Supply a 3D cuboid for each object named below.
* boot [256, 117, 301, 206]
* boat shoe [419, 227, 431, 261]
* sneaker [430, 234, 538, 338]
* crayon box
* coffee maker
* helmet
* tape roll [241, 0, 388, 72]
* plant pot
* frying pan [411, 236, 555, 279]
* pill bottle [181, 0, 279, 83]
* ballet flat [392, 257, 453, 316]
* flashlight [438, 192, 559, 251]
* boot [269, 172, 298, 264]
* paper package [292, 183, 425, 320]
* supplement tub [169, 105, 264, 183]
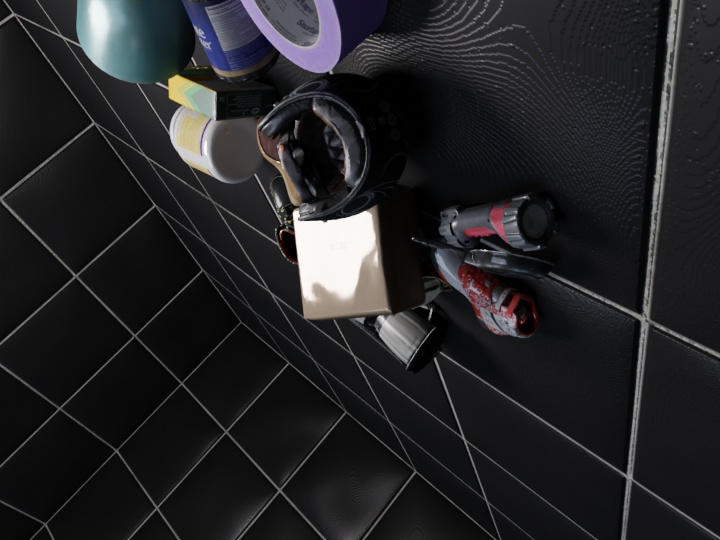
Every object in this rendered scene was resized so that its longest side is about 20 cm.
[{"bbox_3d":[-0.111,-0.234,1.070,0.204,0.071,0.167,64,145,16],"label":"boot"},{"bbox_3d":[0.080,-0.013,1.082,0.070,0.072,0.202,38,161,19],"label":"boat shoe"},{"bbox_3d":[0.194,0.023,0.916,0.202,0.068,0.107,51,161,-25],"label":"sneaker"},{"bbox_3d":[-0.258,-0.322,1.092,0.198,0.124,0.053,32,126,38],"label":"crayon box"},{"bbox_3d":[0.070,0.115,1.280,0.199,0.135,0.193,39,162,21],"label":"coffee maker"},{"bbox_3d":[-0.030,-0.165,0.815,0.200,0.201,0.191,44,-156,3],"label":"helmet"},{"bbox_3d":[-0.065,-0.340,0.695,0.199,0.085,0.201,40,162,16],"label":"tape roll"},{"bbox_3d":[-0.361,-0.441,0.987,0.201,0.201,0.161,45,152,-1],"label":"plant pot"},{"bbox_3d":[0.165,-0.016,0.802,0.184,0.032,0.115,11,177,-8],"label":"frying pan"},{"bbox_3d":[-0.191,-0.379,0.850,0.111,0.112,0.202,33,158,32],"label":"pill bottle"},{"bbox_3d":[0.073,0.035,1.029,0.195,0.074,0.068,-17,141,19],"label":"ballet flat"},{"bbox_3d":[0.174,-0.057,0.798,0.066,0.070,0.199,11,175,-19],"label":"flashlight"},{"bbox_3d":[-0.140,-0.107,1.241,0.208,0.072,0.154,64,-169,-2],"label":"boot"},{"bbox_3d":[-0.003,-0.024,0.974,0.196,0.102,0.197,-8,87,42],"label":"paper package"},{"bbox_3d":[-0.300,-0.274,1.264,0.198,0.145,0.147,27,155,44],"label":"supplement tub"}]
